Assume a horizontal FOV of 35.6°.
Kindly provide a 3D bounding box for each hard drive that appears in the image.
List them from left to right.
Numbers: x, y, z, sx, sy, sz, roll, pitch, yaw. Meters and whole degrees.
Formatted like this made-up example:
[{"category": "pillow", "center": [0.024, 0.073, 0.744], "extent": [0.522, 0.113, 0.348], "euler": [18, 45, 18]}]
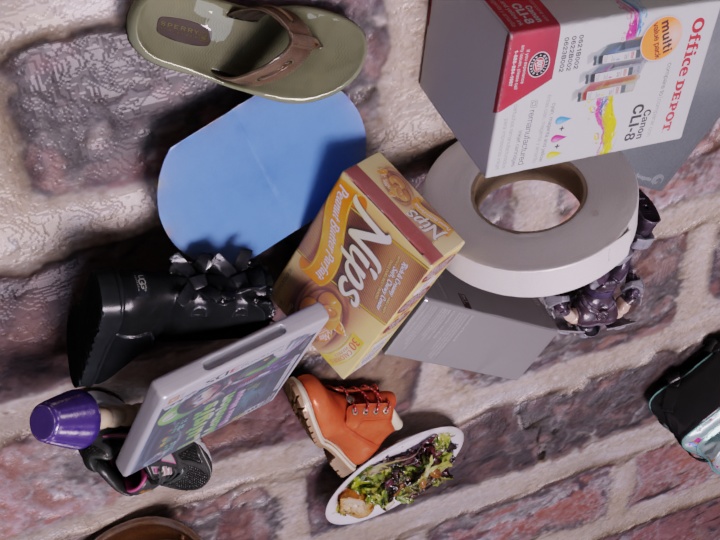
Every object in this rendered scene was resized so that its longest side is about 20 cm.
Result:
[{"category": "hard drive", "center": [0.313, -0.177, 1.137], "extent": [0.139, 0.033, 0.200], "euler": [10, 126, -35]}]

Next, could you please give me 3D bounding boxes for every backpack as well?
[{"category": "backpack", "center": [0.519, 0.199, 1.535], "extent": [0.176, 0.153, 0.200], "euler": [-45, 143, 10]}]

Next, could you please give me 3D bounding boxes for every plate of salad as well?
[{"category": "plate of salad", "center": [0.049, 0.263, 1.393], "extent": [0.200, 0.048, 0.200], "euler": [-25, 149, -16]}]

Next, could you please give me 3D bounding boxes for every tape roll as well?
[{"category": "tape roll", "center": [0.157, -0.061, 1.041], "extent": [0.202, 0.203, 0.037], "euler": [-21, 138, -9]}]

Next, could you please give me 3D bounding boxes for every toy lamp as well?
[{"category": "toy lamp", "center": [-0.236, 0.139, 1.087], "extent": [0.058, 0.058, 0.200], "euler": [-46, 159, 19]}]

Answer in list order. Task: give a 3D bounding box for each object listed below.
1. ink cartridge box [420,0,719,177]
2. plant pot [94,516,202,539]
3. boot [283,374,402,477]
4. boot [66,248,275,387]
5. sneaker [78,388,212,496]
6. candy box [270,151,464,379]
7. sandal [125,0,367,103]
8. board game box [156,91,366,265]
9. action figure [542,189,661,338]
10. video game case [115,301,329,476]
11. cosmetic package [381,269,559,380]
[{"category": "ink cartridge box", "center": [0.175, -0.192, 0.964], "extent": [0.199, 0.145, 0.146], "euler": [-13, 136, -18]}, {"category": "plant pot", "center": [-0.222, 0.418, 1.318], "extent": [0.200, 0.201, 0.198], "euler": [-28, 145, 0]}, {"category": "boot", "center": [-0.017, 0.154, 1.262], "extent": [0.107, 0.075, 0.200], "euler": [-33, 147, 0]}, {"category": "boot", "center": [-0.177, 0.047, 1.031], "extent": [0.162, 0.074, 0.198], "euler": [-4, 155, -27]}, {"category": "sneaker", "center": [-0.232, 0.204, 1.178], "extent": [0.080, 0.086, 0.200], "euler": [-41, 137, 16]}, {"category": "candy box", "center": [0.000, 0.000, 1.040], "extent": [0.055, 0.115, 0.200], "euler": [-34, 166, -42]}, {"category": "sandal", "center": [-0.084, -0.176, 0.886], "extent": [0.200, 0.057, 0.080], "euler": [2, 98, -28]}, {"category": "board game box", "center": [-0.092, -0.095, 0.997], "extent": [0.200, 0.039, 0.158], "euler": [-33, 138, -6]}, {"category": "action figure", "center": [0.278, 0.008, 1.279], "extent": [0.130, 0.069, 0.200], "euler": [-13, 140, -27]}, {"category": "video game case", "center": [-0.133, 0.115, 1.061], "extent": [0.181, 0.023, 0.200], "euler": [-25, 163, -32]}, {"category": "cosmetic package", "center": [0.101, 0.041, 1.184], "extent": [0.200, 0.107, 0.090], "euler": [10, 126, -37]}]
